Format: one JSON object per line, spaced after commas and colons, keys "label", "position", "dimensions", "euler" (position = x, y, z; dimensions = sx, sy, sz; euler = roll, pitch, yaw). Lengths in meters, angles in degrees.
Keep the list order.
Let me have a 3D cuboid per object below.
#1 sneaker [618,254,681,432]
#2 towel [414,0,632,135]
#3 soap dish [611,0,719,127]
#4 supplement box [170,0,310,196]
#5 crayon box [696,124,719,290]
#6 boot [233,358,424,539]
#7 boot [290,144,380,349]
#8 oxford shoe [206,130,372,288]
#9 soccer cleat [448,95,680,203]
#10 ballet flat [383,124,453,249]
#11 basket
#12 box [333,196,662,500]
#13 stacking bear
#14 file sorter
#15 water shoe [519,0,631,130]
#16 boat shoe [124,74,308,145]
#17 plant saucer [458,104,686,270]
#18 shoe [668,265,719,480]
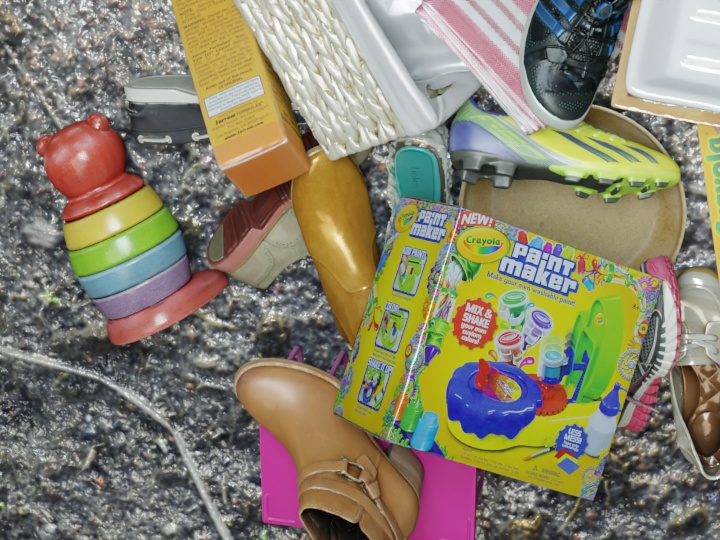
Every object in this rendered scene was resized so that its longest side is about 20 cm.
{"label": "sneaker", "position": [0.234, 0.069, 1.412], "dimensions": [0.074, 0.081, 0.201], "euler": [8, 133, -2]}
{"label": "towel", "position": [0.158, -0.228, 1.316], "dimensions": [0.146, 0.030, 0.200], "euler": [46, 79, -9]}
{"label": "soap dish", "position": [0.295, -0.206, 1.269], "dimensions": [0.156, 0.081, 0.202], "euler": [12, 84, 12]}
{"label": "supplement box", "position": [-0.105, -0.168, 1.361], "dimensions": [0.068, 0.067, 0.201], "euler": [-24, 65, 9]}
{"label": "crayon box", "position": [0.350, -0.088, 1.360], "dimensions": [0.118, 0.058, 0.201], "euler": [-8, 110, 15]}
{"label": "boot", "position": [-0.038, 0.169, 1.361], "dimensions": [0.200, 0.155, 0.077], "euler": [40, 117, -6]}
{"label": "boot", "position": [-0.001, 0.001, 1.399], "dimensions": [0.070, 0.144, 0.202], "euler": [-20, 139, -8]}
{"label": "oxford shoe", "position": [-0.051, -0.062, 1.469], "dimensions": [0.200, 0.071, 0.075], "euler": [-41, 127, 22]}
{"label": "soccer cleat", "position": [0.173, -0.107, 1.352], "dimensions": [0.198, 0.065, 0.084], "euler": [7, 74, -2]}
{"label": "ballet flat", "position": [0.058, -0.057, 1.430], "dimensions": [0.071, 0.072, 0.201], "euler": [10, 134, 8]}
{"label": "basket", "position": [-0.003, -0.206, 1.337], "dimensions": [0.123, 0.136, 0.201], "euler": [-22, 106, 38]}
{"label": "box", "position": [0.111, 0.063, 1.328], "dimensions": [0.199, 0.122, 0.194], "euler": [17, 89, -23]}
{"label": "stacking bear", "position": [-0.225, -0.044, 1.485], "dimensions": [0.121, 0.114, 0.201], "euler": [-21, 102, 20]}
{"label": "file sorter", "position": [0.018, 0.155, 1.499], "dimensions": [0.198, 0.126, 0.140], "euler": [5, 114, 11]}
{"label": "water shoe", "position": [0.177, -0.212, 1.264], "dimensions": [0.071, 0.079, 0.202], "euler": [14, 85, -13]}
{"label": "boat shoe", "position": [-0.117, -0.138, 1.437], "dimensions": [0.198, 0.074, 0.061], "euler": [2, 113, 15]}
{"label": "plant saucer", "position": [0.187, -0.056, 1.423], "dimensions": [0.199, 0.035, 0.202], "euler": [4, 112, 10]}
{"label": "shoe", "position": [0.312, 0.095, 1.448], "dimensions": [0.069, 0.053, 0.201], "euler": [-3, 111, 14]}
